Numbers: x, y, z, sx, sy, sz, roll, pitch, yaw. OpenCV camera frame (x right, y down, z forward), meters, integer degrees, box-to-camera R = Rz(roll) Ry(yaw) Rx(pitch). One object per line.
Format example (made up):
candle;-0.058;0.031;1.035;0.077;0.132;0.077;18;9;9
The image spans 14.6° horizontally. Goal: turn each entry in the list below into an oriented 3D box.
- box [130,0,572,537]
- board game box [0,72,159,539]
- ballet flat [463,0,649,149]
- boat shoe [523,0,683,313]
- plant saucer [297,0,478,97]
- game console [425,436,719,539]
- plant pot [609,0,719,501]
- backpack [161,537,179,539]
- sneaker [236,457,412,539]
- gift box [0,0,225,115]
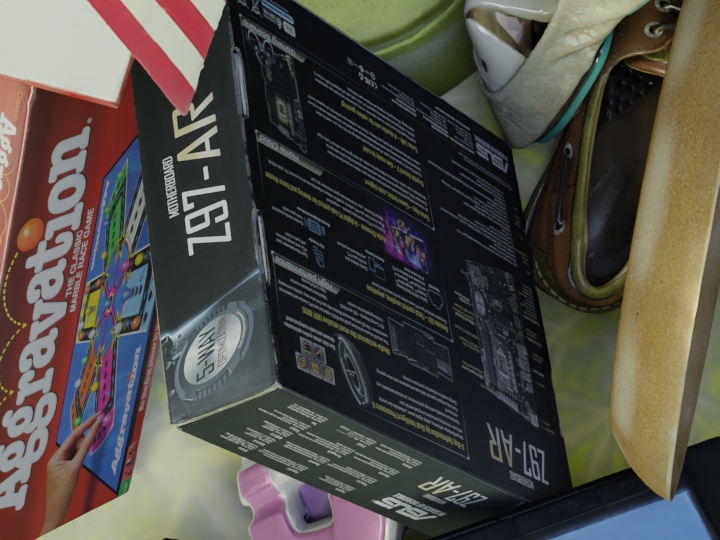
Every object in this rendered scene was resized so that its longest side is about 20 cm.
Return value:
box;0.000;0.000;0.984;0.043;0.200;0.161;-21;63;26
board game box;-0.104;0.009;1.006;0.019;0.103;0.201;29;121;28
ballet flat;0.070;-0.107;1.018;0.062;0.200;0.068;16;64;-11
boat shoe;0.122;-0.078;1.079;0.072;0.068;0.201;18;90;-7
plant saucer;-0.017;-0.154;1.079;0.199;0.031;0.201;0;92;-6
game console;0.118;0.134;0.928;0.199;0.118;0.171;-16;72;-33
plant pot;0.113;-0.022;0.965;0.027;0.200;0.201;10;91;8
backpack;0.005;0.208;1.027;0.199;0.183;0.148;7;115;-8
sneaker;-0.018;0.018;1.065;0.080;0.088;0.201;-23;83;37
gift box;-0.135;-0.148;0.893;0.184;0.187;0.201;9;105;-16
